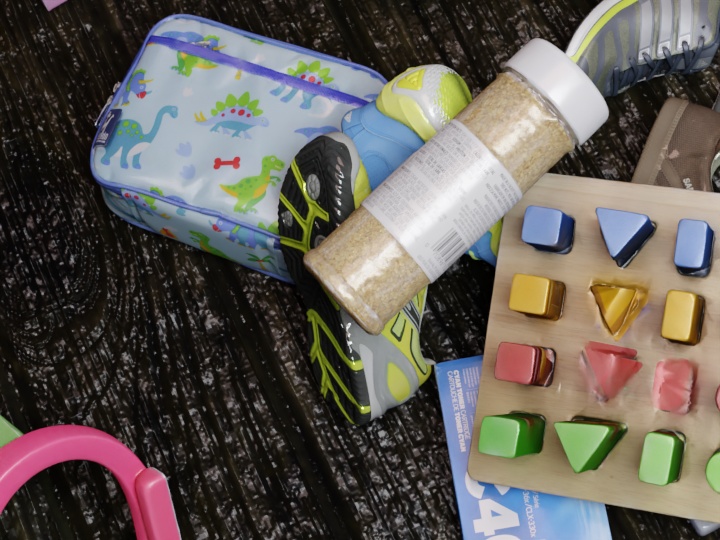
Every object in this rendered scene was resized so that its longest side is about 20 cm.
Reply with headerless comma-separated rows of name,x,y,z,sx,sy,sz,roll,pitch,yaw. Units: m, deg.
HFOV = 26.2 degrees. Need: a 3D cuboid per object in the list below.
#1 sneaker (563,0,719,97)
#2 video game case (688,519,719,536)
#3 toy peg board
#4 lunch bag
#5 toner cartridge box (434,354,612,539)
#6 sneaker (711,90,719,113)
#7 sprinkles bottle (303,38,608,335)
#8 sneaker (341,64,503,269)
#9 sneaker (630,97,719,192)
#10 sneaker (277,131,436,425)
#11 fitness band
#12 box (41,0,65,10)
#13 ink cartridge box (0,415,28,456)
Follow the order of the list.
sneaker,0.210,-0.166,1.110,0.081,0.074,0.200,41,79,16
video game case,0.265,0.053,1.042,0.200,0.022,0.182,-28,68,-5
toy peg board,0.167,0.045,0.925,0.200,0.098,0.200,8,88,16
lunch bag,-0.082,-0.092,1.106,0.200,0.082,0.161,20,69,12
toner cartridge box,0.110,0.152,1.006,0.095,0.043,0.200,-10,67,1
sneaker,0.315,-0.159,1.084,0.078,0.091,0.200,37,76,19
sprinkles bottle,0.058,-0.051,0.938,0.200,0.068,0.068,-43,70,-2
sneaker,0.058,-0.053,1.045,0.105,0.200,0.076,-13,37,32
sneaker,0.205,-0.020,1.026,0.075,0.070,0.200,20,77,10
sneaker,0.000,0.000,1.023,0.076,0.200,0.075,-23,29,-29
fitness band,-0.180,0.192,0.958,0.143,0.200,0.037,-21,25,-28
box,-0.226,-0.339,1.210,0.176,0.097,0.200,-32,68,-7
ink cartridge box,-0.295,0.112,0.996,0.104,0.059,0.200,-52,33,-13
